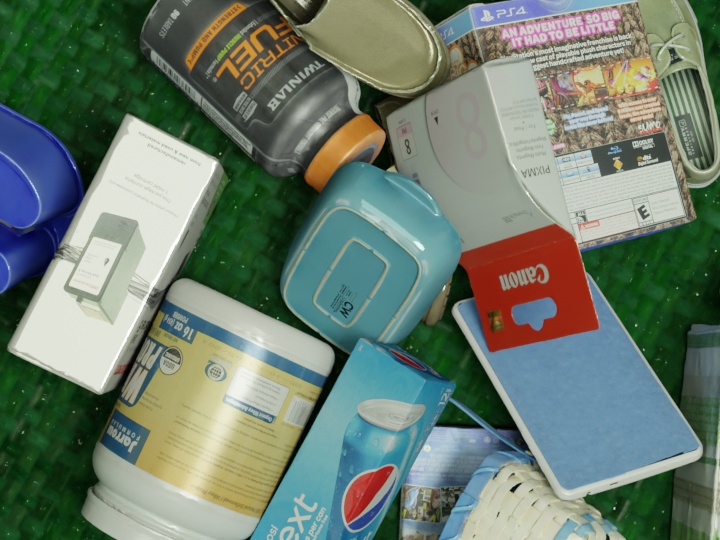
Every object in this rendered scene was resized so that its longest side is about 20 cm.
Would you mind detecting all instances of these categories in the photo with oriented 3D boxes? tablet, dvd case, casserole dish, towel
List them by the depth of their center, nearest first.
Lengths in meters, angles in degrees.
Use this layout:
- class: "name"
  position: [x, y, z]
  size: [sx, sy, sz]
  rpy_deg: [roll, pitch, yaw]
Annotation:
- class: "casserole dish"
  position: [0.000, 0.000, 1.272]
  size: [0.121, 0.200, 0.039]
  rpy_deg: [37, 51, 3]
- class: "tablet"
  position: [0.168, 0.086, 1.284]
  size: [0.129, 0.014, 0.200]
  rpy_deg: [-14, 51, -20]
- class: "towel"
  position: [0.277, 0.143, 1.284]
  size: [0.031, 0.149, 0.201]
  rpy_deg: [5, 88, 0]
- class: "dvd case"
  position: [0.102, 0.228, 1.343]
  size: [0.142, 0.018, 0.201]
  rpy_deg: [3, 86, -1]

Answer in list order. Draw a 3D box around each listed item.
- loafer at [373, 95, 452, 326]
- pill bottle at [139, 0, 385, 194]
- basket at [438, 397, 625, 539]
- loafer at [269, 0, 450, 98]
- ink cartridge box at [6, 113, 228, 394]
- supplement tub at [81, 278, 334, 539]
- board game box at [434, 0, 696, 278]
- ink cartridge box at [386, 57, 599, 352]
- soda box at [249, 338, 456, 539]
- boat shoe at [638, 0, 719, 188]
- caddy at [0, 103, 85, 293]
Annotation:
- class: "loafer"
  position: [0.042, -0.054, 1.331]
  size: [0.067, 0.076, 0.201]
  rpy_deg: [-1, 79, 2]
- class: "pill bottle"
  position: [-0.073, -0.148, 1.299]
  size: [0.200, 0.106, 0.106]
  rpy_deg: [43, 88, 12]
- class: "basket"
  position: [0.088, 0.215, 1.273]
  size: [0.200, 0.139, 0.177]
  rpy_deg: [31, 95, 26]
- class: "loafer"
  position: [-0.020, -0.195, 1.224]
  size: [0.200, 0.068, 0.076]
  rpy_deg: [34, 106, -8]
- class: "ink cartridge box"
  position: [-0.187, -0.009, 1.286]
  size: [0.084, 0.146, 0.201]
  rpy_deg: [27, 88, -1]
- class: "supplement tub"
  position: [-0.122, 0.123, 1.282]
  size: [0.144, 0.145, 0.201]
  rpy_deg: [25, 87, 0]
- class: "board game box"
  position: [0.152, -0.112, 1.292]
  size: [0.159, 0.097, 0.201]
  rpy_deg: [-13, 87, -28]
- class: "ink cartridge box"
  position: [0.093, -0.041, 1.212]
  size: [0.057, 0.162, 0.201]
  rpy_deg: [-8, 85, -26]
- class: "soda box"
  position: [-0.009, 0.156, 1.264]
  size: [0.068, 0.064, 0.201]
  rpy_deg: [31, 98, 26]
- class: "boat shoe"
  position: [0.258, -0.167, 1.341]
  size: [0.072, 0.062, 0.201]
  rpy_deg: [-20, 87, -2]
- class: "caddy"
  position: [-0.320, -0.068, 1.311]
  size: [0.199, 0.105, 0.142]
  rpy_deg: [30, 111, 1]
